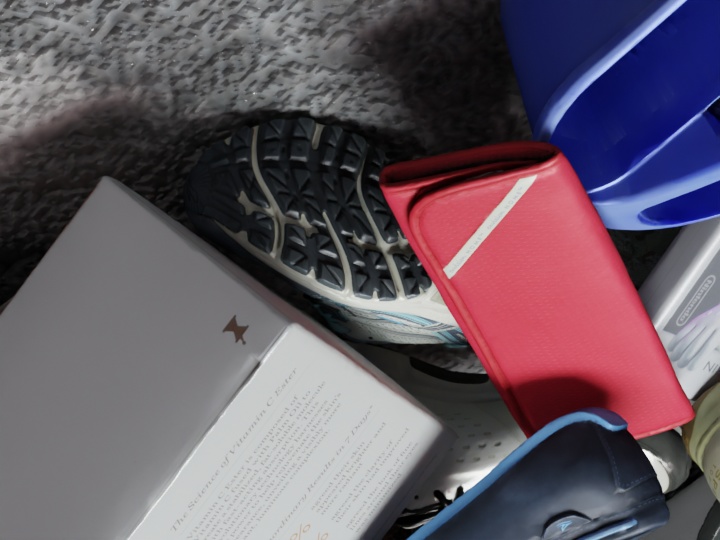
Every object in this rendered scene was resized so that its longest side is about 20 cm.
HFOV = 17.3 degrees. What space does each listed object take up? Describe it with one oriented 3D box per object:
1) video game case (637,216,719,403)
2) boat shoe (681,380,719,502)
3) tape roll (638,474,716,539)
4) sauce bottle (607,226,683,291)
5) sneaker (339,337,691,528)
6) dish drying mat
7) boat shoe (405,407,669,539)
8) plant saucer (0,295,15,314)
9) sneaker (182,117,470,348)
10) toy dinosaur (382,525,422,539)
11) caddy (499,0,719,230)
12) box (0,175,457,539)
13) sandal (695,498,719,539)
[{"bbox_3d":[0.219,-0.018,1.059,0.181,0.023,0.201,19,110,-45],"label":"video game case"},{"bbox_3d":[0.239,0.046,1.039,0.199,0.063,0.073,-34,137,10],"label":"boat shoe"},{"bbox_3d":[0.228,0.209,1.312,0.202,0.204,0.139,15,137,-40],"label":"tape roll"},{"bbox_3d":[0.116,0.040,1.131,0.064,0.065,0.200,-8,148,-14],"label":"sauce bottle"},{"bbox_3d":[0.052,0.089,1.096,0.199,0.080,0.074,5,143,7],"label":"sneaker"},{"bbox_3d":[0.075,0.016,0.962,0.076,0.018,0.200,-12,142,17],"label":"dish drying mat"},{"bbox_3d":[0.046,0.142,1.007,0.200,0.069,0.084,-47,160,28],"label":"boat shoe"},{"bbox_3d":[-0.130,0.068,1.016,0.200,0.032,0.201,-37,148,-28],"label":"plant saucer"},{"bbox_3d":[0.000,0.000,1.006,0.199,0.078,0.086,17,145,-37],"label":"sneaker"},{"bbox_3d":[-0.011,0.139,1.139,0.135,0.200,0.086,-11,124,-6],"label":"toy dinosaur"},{"bbox_3d":[0.146,-0.092,0.901,0.141,0.105,0.200,14,136,-41],"label":"caddy"},{"bbox_3d":[-0.071,0.076,0.969,0.153,0.106,0.200,-52,153,-1],"label":"box"},{"bbox_3d":[0.233,0.089,1.104,0.200,0.048,0.075,-45,136,8],"label":"sandal"}]
